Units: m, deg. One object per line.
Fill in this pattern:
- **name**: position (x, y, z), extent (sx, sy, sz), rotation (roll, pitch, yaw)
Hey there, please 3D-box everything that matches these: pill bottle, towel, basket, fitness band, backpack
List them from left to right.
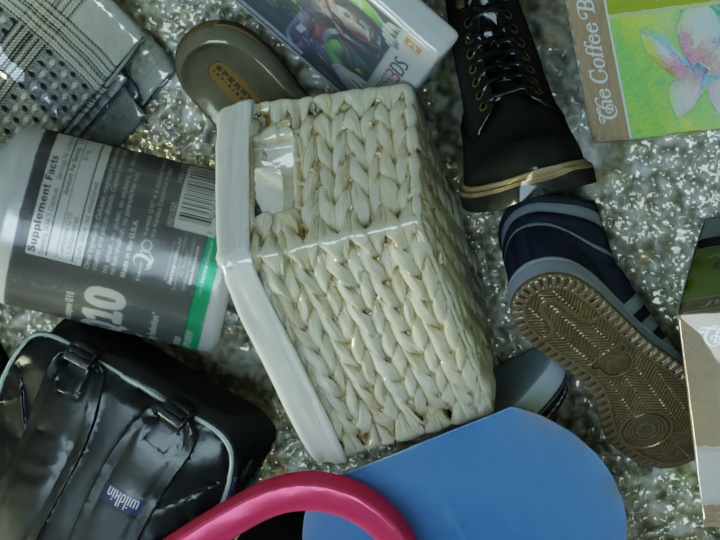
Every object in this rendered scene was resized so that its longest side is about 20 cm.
- **towel**: position (-0.242, -0.132, 1.547), extent (0.200, 0.035, 0.193), rotation (44, 110, -2)
- **pill bottle**: position (-0.174, -0.025, 1.501), extent (0.199, 0.113, 0.114), rotation (14, 109, -3)
- **backpack**: position (-0.165, 0.144, 1.545), extent (0.177, 0.151, 0.201), rotation (29, 102, 11)
- **fitness band**: position (-0.054, 0.206, 1.453), extent (0.200, 0.037, 0.144), rotation (-31, 95, 13)
- **basket**: position (0.000, 0.000, 1.432), extent (0.123, 0.136, 0.200), rotation (-12, 136, 9)

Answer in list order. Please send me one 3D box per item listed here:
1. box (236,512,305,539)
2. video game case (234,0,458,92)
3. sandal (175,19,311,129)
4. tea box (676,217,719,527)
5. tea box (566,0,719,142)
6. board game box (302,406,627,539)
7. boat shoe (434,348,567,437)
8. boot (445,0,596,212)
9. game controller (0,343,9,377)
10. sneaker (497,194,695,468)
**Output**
- **box**: position (-0.093, 0.257, 1.567), extent (0.079, 0.141, 0.200), rotation (34, 111, -1)
- **video game case**: position (-0.039, -0.174, 1.419), extent (0.200, 0.182, 0.023), rotation (42, 76, 0)
- **sandal**: position (-0.039, -0.074, 1.496), extent (0.200, 0.054, 0.080), rotation (42, 118, -12)
- **tea box**: position (0.295, 0.048, 1.383), extent (0.199, 0.197, 0.134), rotation (-5, 105, 15)
- **tea box**: position (0.213, -0.197, 1.342), extent (0.196, 0.134, 0.201), rotation (-7, 115, 17)
- **board game box**: position (0.065, 0.157, 1.485), extent (0.199, 0.039, 0.158), rotation (-23, 118, 13)
- **boat shoe**: position (0.084, 0.142, 1.536), extent (0.091, 0.071, 0.200), rotation (37, 109, -15)
- **boot**: position (0.079, -0.113, 1.390), extent (0.077, 0.200, 0.139), rotation (-13, 100, -5)
- **game controller**: position (-0.313, 0.018, 1.611), extent (0.104, 0.042, 0.201), rotation (-23, 99, 33)
- **sneaker**: position (0.153, 0.032, 1.489), extent (0.070, 0.109, 0.200), rotation (-32, 127, 17)
